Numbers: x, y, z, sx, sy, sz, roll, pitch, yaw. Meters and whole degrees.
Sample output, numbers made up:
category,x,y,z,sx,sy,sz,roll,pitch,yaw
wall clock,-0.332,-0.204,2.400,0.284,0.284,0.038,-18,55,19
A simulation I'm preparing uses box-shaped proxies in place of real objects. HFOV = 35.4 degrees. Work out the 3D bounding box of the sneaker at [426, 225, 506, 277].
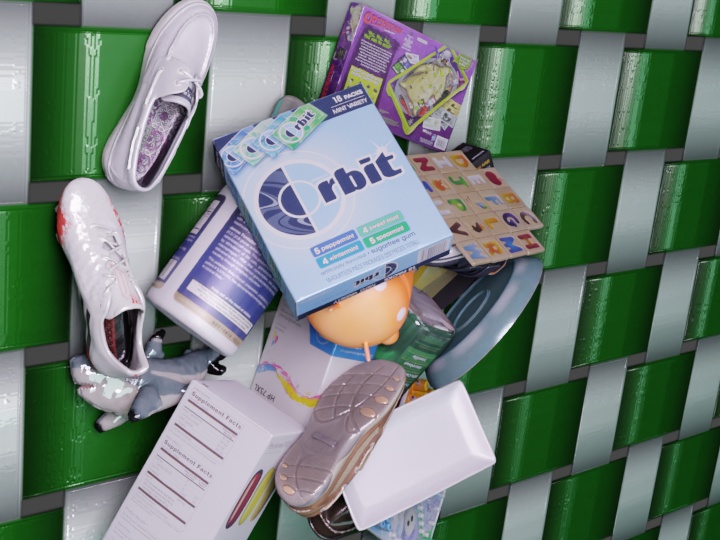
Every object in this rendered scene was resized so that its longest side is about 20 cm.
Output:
category,x,y,z,sx,sy,sz,roll,pitch,yaw
sneaker,0.126,-0.025,1.323,0.200,0.078,0.080,-28,127,-50

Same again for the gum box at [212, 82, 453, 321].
category,x,y,z,sx,sy,sz,roll,pitch,yaw
gum box,-0.030,-0.073,1.115,0.169,0.201,0.045,-23,155,-13

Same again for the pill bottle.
category,x,y,z,sx,sy,sz,roll,pitch,yaw
pill bottle,-0.123,-0.020,1.181,0.201,0.111,0.111,-55,133,-10

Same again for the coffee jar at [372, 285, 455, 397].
category,x,y,z,sx,sy,sz,roll,pitch,yaw
coffee jar,0.017,0.115,1.329,0.085,0.104,0.201,18,113,-42

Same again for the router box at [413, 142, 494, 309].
category,x,y,z,sx,sy,sz,roll,pitch,yaw
router box,0.094,-0.040,1.402,0.200,0.052,0.158,-37,127,-24

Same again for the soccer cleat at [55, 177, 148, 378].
category,x,y,z,sx,sy,sz,roll,pitch,yaw
soccer cleat,-0.244,0.010,1.093,0.068,0.085,0.201,-15,104,-36

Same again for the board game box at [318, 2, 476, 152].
category,x,y,z,sx,sy,sz,roll,pitch,yaw
board game box,0.046,-0.219,1.309,0.199,0.032,0.121,16,100,-44

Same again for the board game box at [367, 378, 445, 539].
category,x,y,z,sx,sy,sz,roll,pitch,yaw
board game box,0.081,0.265,1.463,0.200,0.026,0.201,49,54,-52

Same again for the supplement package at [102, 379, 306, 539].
category,x,y,z,sx,sy,sz,roll,pitch,yaw
supplement package,-0.163,0.229,1.203,0.201,0.109,0.114,-60,162,5

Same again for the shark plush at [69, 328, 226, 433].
category,x,y,z,sx,sy,sz,roll,pitch,yaw
shark plush,-0.205,0.101,1.192,0.199,0.091,0.084,-20,89,-29

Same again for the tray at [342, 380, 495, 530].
category,x,y,z,sx,sy,sz,roll,pitch,yaw
tray,0.056,0.210,1.294,0.199,0.022,0.108,-20,84,-29

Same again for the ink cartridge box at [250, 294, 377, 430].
category,x,y,z,sx,sy,sz,roll,pitch,yaw
ink cartridge box,-0.064,0.139,1.291,0.067,0.116,0.201,14,97,-43

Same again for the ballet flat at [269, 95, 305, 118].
category,x,y,z,sx,sy,sz,roll,pitch,yaw
ballet flat,-0.032,-0.123,1.257,0.200,0.067,0.064,44,47,-44

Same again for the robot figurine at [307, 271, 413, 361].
category,x,y,z,sx,sy,sz,roll,pitch,yaw
robot figurine,0.001,0.001,1.197,0.116,0.201,0.144,15,131,-4

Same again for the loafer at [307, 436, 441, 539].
category,x,y,z,sx,sy,sz,roll,pitch,yaw
loafer,0.020,0.239,1.324,0.200,0.071,0.073,-35,87,-27

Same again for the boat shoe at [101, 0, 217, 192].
category,x,y,z,sx,sy,sz,roll,pitch,yaw
boat shoe,-0.186,-0.169,1.097,0.072,0.068,0.201,34,83,-43

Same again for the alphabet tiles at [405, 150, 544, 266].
category,x,y,z,sx,sy,sz,roll,pitch,yaw
alphabet tiles,0.121,-0.075,1.285,0.199,0.167,0.006,-11,145,-45

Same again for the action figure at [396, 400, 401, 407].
category,x,y,z,sx,sy,sz,roll,pitch,yaw
action figure,-0.011,0.224,1.415,0.065,0.099,0.201,48,52,-38

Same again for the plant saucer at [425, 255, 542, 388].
category,x,y,z,sx,sy,sz,roll,pitch,yaw
plant saucer,0.140,0.054,1.350,0.027,0.200,0.200,41,76,-8

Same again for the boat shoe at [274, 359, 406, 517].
category,x,y,z,sx,sy,sz,roll,pitch,yaw
boat shoe,-0.019,0.181,1.220,0.200,0.075,0.072,-47,146,-24
